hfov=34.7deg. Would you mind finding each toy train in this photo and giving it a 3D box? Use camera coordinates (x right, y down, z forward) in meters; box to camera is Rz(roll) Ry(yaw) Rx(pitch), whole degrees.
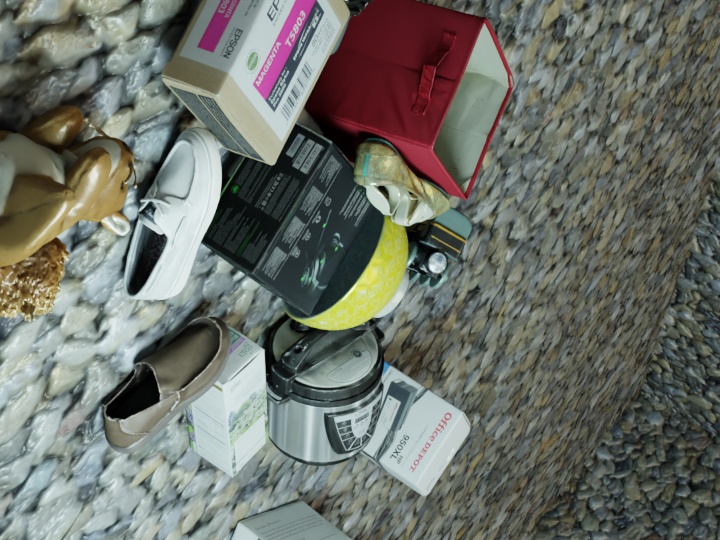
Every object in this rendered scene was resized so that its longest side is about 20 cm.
[{"bbox_3d":[0.094,-0.042,1.706,0.115,0.084,0.200,-62,-164,-3],"label":"toy train"}]

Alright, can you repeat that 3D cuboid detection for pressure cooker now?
[{"bbox_3d":[-0.055,0.152,1.618,0.177,0.175,0.202,-84,-179,-50],"label":"pressure cooker"}]

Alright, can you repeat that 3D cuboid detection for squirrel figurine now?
[{"bbox_3d":[-0.292,-0.056,1.032,0.201,0.141,0.186,-53,168,18],"label":"squirrel figurine"}]

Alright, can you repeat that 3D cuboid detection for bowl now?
[{"bbox_3d":[0.000,0.000,1.497,0.107,0.200,0.202,34,86,-30],"label":"bowl"}]

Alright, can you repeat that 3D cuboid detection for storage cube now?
[{"bbox_3d":[0.064,-0.217,1.413,0.173,0.178,0.200,-66,155,-8],"label":"storage cube"}]

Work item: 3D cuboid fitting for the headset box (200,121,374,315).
[{"bbox_3d":[-0.078,-0.061,1.375,0.176,0.092,0.200,-59,155,-4],"label":"headset box"}]

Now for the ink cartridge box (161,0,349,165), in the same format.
[{"bbox_3d":[-0.103,-0.237,1.198,0.202,0.074,0.165,-64,157,-10],"label":"ink cartridge box"}]

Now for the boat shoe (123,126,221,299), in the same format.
[{"bbox_3d":[-0.209,-0.058,1.235,0.068,0.072,0.202,-14,137,-54],"label":"boat shoe"}]

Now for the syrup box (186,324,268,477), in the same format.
[{"bbox_3d":[-0.176,0.170,1.512,0.079,0.081,0.202,-43,150,-35],"label":"syrup box"}]

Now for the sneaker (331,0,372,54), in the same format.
[{"bbox_3d":[0.010,-0.321,1.295,0.083,0.120,0.203,-25,138,-50],"label":"sneaker"}]

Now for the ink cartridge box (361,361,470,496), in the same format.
[{"bbox_3d":[0.062,0.254,1.910,0.146,0.198,0.084,-55,155,-11],"label":"ink cartridge box"}]

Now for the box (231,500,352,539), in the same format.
[{"bbox_3d":[-0.137,0.510,1.888,0.199,0.130,0.201,-1,118,-61],"label":"box"}]

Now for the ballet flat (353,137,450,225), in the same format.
[{"bbox_3d":[0.048,-0.092,1.395,0.071,0.070,0.200,-58,146,-3],"label":"ballet flat"}]

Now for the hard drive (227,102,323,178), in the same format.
[{"bbox_3d":[-0.088,-0.117,1.437,0.133,0.026,0.201,-54,155,-14],"label":"hard drive"}]

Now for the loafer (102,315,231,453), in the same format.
[{"bbox_3d":[-0.230,0.129,1.374,0.201,0.072,0.071,-51,155,-21],"label":"loafer"}]
